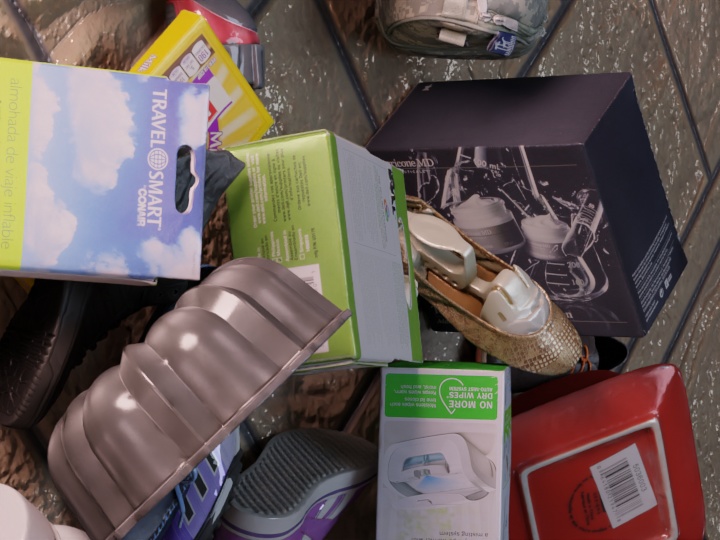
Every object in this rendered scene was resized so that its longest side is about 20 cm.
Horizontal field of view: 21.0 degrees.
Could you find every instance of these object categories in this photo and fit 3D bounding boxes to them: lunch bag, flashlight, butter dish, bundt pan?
[{"bbox_3d":[0.080,-0.258,1.462,0.168,0.139,0.201,22,73,-85],"label":"lunch bag"},{"bbox_3d":[-0.101,-0.220,1.303,0.068,0.068,0.201,-10,98,-72],"label":"flashlight"},{"bbox_3d":[0.177,0.165,1.665,0.199,0.148,0.201,-19,118,-10],"label":"butter dish"},{"bbox_3d":[-0.101,0.068,1.108,0.076,0.202,0.202,47,42,1],"label":"bundt pan"}]

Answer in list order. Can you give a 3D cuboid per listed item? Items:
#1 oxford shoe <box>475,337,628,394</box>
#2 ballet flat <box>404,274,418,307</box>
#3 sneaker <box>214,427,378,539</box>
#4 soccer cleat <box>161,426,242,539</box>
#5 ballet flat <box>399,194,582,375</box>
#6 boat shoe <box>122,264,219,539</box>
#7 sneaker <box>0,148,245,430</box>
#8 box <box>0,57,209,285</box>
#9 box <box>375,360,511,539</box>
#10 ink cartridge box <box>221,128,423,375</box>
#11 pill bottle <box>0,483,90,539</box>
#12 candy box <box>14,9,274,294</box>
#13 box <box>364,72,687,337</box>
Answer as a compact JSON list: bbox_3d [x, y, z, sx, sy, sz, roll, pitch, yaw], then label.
[{"bbox_3d":[0.167,0.071,1.700,0.200,0.072,0.072,-8,98,-56],"label":"oxford shoe"},{"bbox_3d":[0.000,0.000,1.450,0.068,0.072,0.200,-61,137,-37],"label":"ballet flat"},{"bbox_3d":[-0.053,0.186,1.392,0.200,0.072,0.115,-26,131,-59],"label":"sneaker"},{"bbox_3d":[-0.113,0.097,1.303,0.073,0.068,0.201,22,78,-24],"label":"soccer cleat"},{"bbox_3d":[0.086,0.009,1.483,0.071,0.199,0.065,-56,175,-25],"label":"ballet flat"},{"bbox_3d":[-0.130,0.088,1.232,0.084,0.069,0.201,16,81,-16],"label":"boat shoe"},{"bbox_3d":[-0.148,0.009,1.183,0.104,0.060,0.201,20,86,-40],"label":"sneaker"},{"bbox_3d":[-0.189,-0.057,1.101,0.199,0.048,0.123,4,86,-22],"label":"box"},{"bbox_3d":[0.067,0.158,1.459,0.200,0.096,0.177,5,87,-85],"label":"box"},{"bbox_3d":[-0.019,-0.004,1.306,0.200,0.075,0.149,16,67,-75],"label":"ink cartridge box"},{"bbox_3d":[-0.179,0.217,1.144,0.200,0.114,0.115,55,47,-41],"label":"pill bottle"},{"bbox_3d":[-0.142,-0.058,1.228,0.200,0.026,0.102,-52,135,-18],"label":"candy box"},{"bbox_3d":[0.131,-0.050,1.534,0.104,0.199,0.183,-51,130,-42],"label":"box"}]
